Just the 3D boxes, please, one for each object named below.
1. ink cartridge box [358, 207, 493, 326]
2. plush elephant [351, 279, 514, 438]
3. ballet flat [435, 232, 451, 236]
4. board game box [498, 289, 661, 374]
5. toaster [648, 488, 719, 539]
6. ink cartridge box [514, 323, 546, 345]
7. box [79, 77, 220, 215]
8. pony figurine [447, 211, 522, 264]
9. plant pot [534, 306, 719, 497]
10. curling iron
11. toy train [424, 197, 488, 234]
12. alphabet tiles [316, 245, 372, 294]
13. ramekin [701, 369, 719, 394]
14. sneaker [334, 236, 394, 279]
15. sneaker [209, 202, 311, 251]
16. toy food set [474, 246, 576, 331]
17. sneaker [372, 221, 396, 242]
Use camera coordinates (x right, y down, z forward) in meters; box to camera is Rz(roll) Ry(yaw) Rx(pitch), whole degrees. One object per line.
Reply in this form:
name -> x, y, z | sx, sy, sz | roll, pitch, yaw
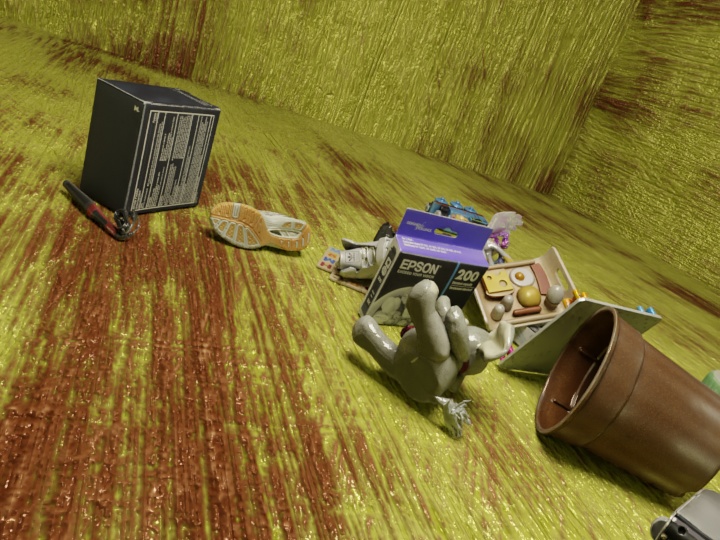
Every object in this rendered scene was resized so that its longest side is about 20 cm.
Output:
ink cartridge box -> 0.118, 0.007, 0.932 | 0.194, 0.203, 0.044 | 7, 32, -32
plush elephant -> 0.118, 0.102, 0.765 | 0.153, 0.165, 0.202 | -26, 77, -47
ballet flat -> 0.168, -0.072, 1.408 | 0.196, 0.067, 0.047 | 8, 55, -40
board game box -> 0.356, 0.110, 0.918 | 0.195, 0.201, 0.026 | 11, 47, -28
toaster -> 0.278, 0.292, 0.398 | 0.117, 0.185, 0.199 | -1, 28, -48
ink cartridge box -> 0.331, 0.114, 1.105 | 0.092, 0.045, 0.200 | 10, 22, -30
box -> -0.381, -0.224, 1.014 | 0.121, 0.204, 0.198 | 26, 20, 16
pony figurine -> 0.329, -0.068, 1.445 | 0.188, 0.169, 0.203 | 9, 40, -24
plant pot -> 0.380, 0.189, 0.771 | 0.195, 0.204, 0.200 | 31, 21, 8
curling iron -> -0.428, -0.103, 0.908 | 0.197, 0.026, 0.050 | 28, 58, 27
toy train -> 0.292, -0.158, 1.705 | 0.195, 0.088, 0.115 | 15, 27, -18
alphabet tiles -> 0.000, 0.000, 1.117 | 0.163, 0.006, 0.201 | 22, 20, 0
ramekin -> 0.692, 0.269, 0.996 | 0.195, 0.100, 0.201 | 18, 20, -7
sneaker -> 0.024, -0.021, 1.002 | 0.112, 0.077, 0.200 | 6, -12, -16
sneaker -> -0.194, -0.079, 1.054 | 0.196, 0.078, 0.087 | 14, 5, -28
toy food set -> 0.307, 0.028, 1.064 | 0.194, 0.061, 0.146 | -7, 55, -10
sneaker -> 0.115, -0.040, 1.202 | 0.196, 0.093, 0.076 | 19, 15, -24
